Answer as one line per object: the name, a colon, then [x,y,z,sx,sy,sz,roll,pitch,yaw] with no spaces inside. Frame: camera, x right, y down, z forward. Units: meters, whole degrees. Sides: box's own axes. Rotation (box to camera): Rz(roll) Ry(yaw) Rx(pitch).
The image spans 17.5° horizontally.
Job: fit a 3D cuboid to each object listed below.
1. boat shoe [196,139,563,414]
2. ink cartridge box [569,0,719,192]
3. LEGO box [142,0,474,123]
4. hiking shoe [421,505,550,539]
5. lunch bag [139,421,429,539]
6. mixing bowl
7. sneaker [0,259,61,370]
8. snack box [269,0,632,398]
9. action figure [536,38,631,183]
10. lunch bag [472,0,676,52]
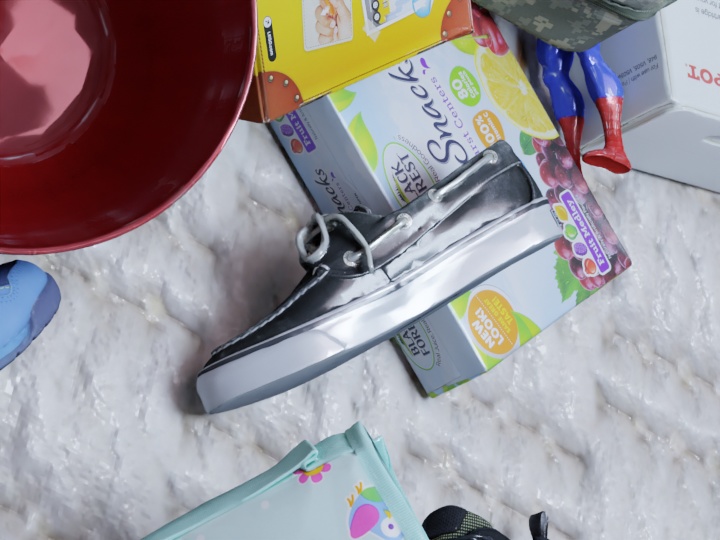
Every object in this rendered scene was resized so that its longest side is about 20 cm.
boat shoe: [0.001,-0.001,1.121,0.199,0.074,0.068,-29,85,-12]
ink cartridge box: [0.192,-0.157,1.383,0.146,0.083,0.201,13,62,-37]
LEGO box: [-0.031,-0.187,1.081,0.149,0.077,0.201,-27,119,-40]
hiking shoe: [0.036,0.167,1.119,0.200,0.076,0.101,-1,63,-50]
lunch bag: [-0.025,0.184,0.969,0.170,0.122,0.201,-28,90,-1]
mixing bowl: [-0.152,-0.104,1.018,0.199,0.108,0.201,1,88,-14]
sneaker: [-0.205,0.031,0.961,0.200,0.074,0.082,-32,91,-45]
snack box: [0.041,-0.054,1.226,0.142,0.053,0.201,-33,93,-42]
action figure: [0.097,-0.152,1.311,0.099,0.065,0.201,14,64,-35]
lunch bag: [0.102,-0.220,1.192,0.199,0.168,0.140,28,64,-22]
